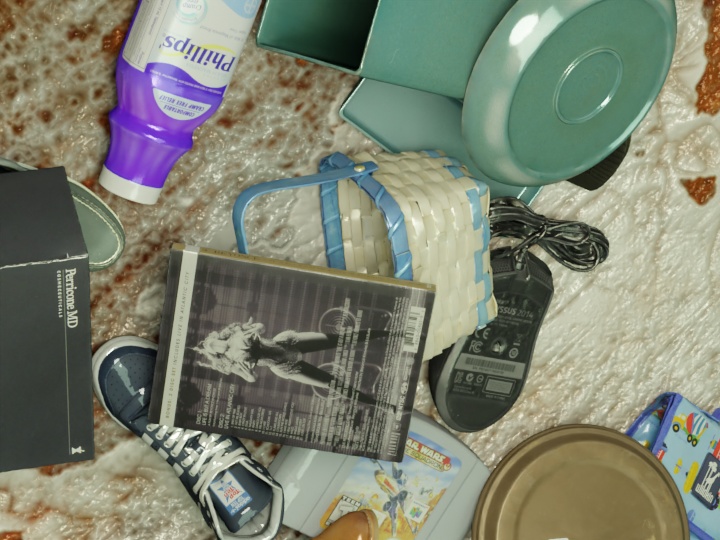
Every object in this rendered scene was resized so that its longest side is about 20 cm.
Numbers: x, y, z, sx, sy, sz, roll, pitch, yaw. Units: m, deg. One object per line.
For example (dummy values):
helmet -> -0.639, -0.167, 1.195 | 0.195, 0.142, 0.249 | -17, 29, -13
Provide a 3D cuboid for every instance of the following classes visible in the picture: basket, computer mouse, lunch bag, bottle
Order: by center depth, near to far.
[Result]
bottle -> -0.136, -0.148, 1.535 | 0.083, 0.065, 0.201 | 16, 104, -31
basket -> 0.000, 0.000, 1.621 | 0.199, 0.139, 0.178 | -17, 121, -26
computer mouse -> 0.113, 0.037, 1.746 | 0.138, 0.053, 0.201 | 16, 103, -34
lunch bag -> 0.281, 0.212, 1.895 | 0.150, 0.094, 0.201 | 35, 83, -29

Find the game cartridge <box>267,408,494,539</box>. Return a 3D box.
game cartridge -> 0.020, 0.180, 1.774 | 0.199, 0.042, 0.134 | 29, 101, -32

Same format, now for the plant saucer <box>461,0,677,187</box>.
plant saucer -> 0.162, -0.141, 1.556 | 0.199, 0.027, 0.201 | -24, 138, -24

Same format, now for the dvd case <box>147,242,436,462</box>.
dvd case -> -0.053, 0.063, 1.576 | 0.198, 0.016, 0.150 | 9, 115, -3

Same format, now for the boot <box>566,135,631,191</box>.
boot -> 0.207, -0.172, 1.692 | 0.201, 0.077, 0.139 | 98, 19, -53

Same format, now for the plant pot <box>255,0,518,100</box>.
plant pot -> 0.055, -0.198, 1.556 | 0.199, 0.141, 0.143 | 14, 95, -37

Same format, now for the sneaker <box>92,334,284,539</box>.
sneaker -> -0.129, 0.138, 1.638 | 0.070, 0.108, 0.200 | -40, 123, -5

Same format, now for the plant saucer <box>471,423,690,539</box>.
plant saucer -> 0.192, 0.232, 1.796 | 0.198, 0.029, 0.202 | 1, 85, -13

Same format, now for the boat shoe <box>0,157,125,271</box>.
boat shoe -> -0.250, -0.044, 1.527 | 0.199, 0.062, 0.073 | 29, 95, -33

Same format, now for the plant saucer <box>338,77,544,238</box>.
plant saucer -> 0.068, -0.103, 1.683 | 0.199, 0.019, 0.070 | 35, 94, -32

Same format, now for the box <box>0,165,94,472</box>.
box -> -0.285, 0.044, 1.483 | 0.180, 0.104, 0.201 | -7, 132, -14

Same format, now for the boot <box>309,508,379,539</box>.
boot -> -0.090, 0.250, 1.708 | 0.154, 0.074, 0.200 | 27, 114, -26
